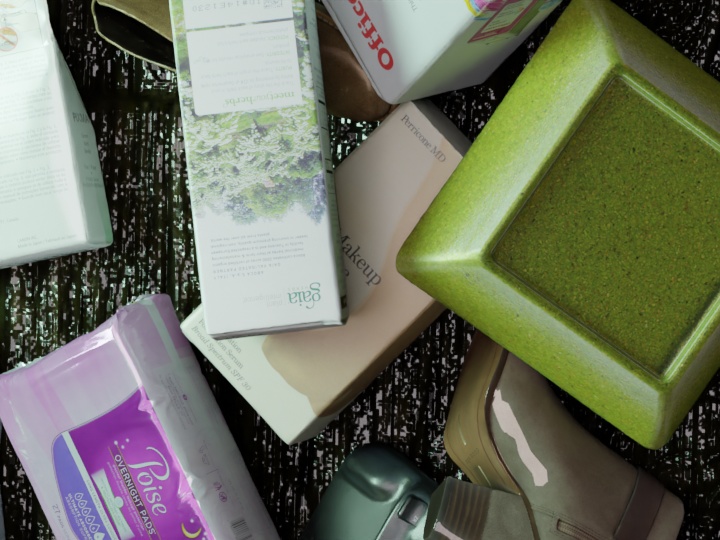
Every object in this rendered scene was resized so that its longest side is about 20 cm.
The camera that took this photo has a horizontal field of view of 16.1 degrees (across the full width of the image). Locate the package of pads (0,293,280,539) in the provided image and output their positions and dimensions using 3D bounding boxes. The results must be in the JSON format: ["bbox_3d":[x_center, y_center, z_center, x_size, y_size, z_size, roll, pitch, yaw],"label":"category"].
[{"bbox_3d":[-0.134,0.127,1.558,0.120,0.076,0.200,-29,84,29],"label":"package of pads"}]

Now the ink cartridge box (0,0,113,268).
[{"bbox_3d":[-0.253,-0.098,1.603,0.161,0.050,0.201,-11,86,13],"label":"ink cartridge box"}]

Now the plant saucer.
[{"bbox_3d":[0.156,-0.026,1.461,0.200,0.048,0.200,35,90,-11],"label":"plant saucer"}]

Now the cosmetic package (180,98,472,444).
[{"bbox_3d":[0.000,0.000,1.532,0.105,0.071,0.200,45,101,8],"label":"cosmetic package"}]

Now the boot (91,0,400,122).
[{"bbox_3d":[-0.071,-0.130,1.530,0.200,0.075,0.074,26,134,15],"label":"boot"}]

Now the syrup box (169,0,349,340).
[{"bbox_3d":[-0.057,-0.063,1.459,0.079,0.081,0.201,-7,92,3],"label":"syrup box"}]

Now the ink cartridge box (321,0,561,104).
[{"bbox_3d":[0.057,-0.209,1.445,0.200,0.085,0.145,-44,69,46],"label":"ink cartridge box"}]

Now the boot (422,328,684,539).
[{"bbox_3d":[0.123,0.118,1.508,0.146,0.070,0.200,22,67,-10],"label":"boot"}]

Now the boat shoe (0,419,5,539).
[{"bbox_3d":[-0.264,0.109,1.600,0.073,0.065,0.200,-12,90,13],"label":"boat shoe"}]

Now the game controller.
[{"bbox_3d":[-0.014,0.205,1.545,0.200,0.042,0.104,-61,37,8],"label":"game controller"}]
